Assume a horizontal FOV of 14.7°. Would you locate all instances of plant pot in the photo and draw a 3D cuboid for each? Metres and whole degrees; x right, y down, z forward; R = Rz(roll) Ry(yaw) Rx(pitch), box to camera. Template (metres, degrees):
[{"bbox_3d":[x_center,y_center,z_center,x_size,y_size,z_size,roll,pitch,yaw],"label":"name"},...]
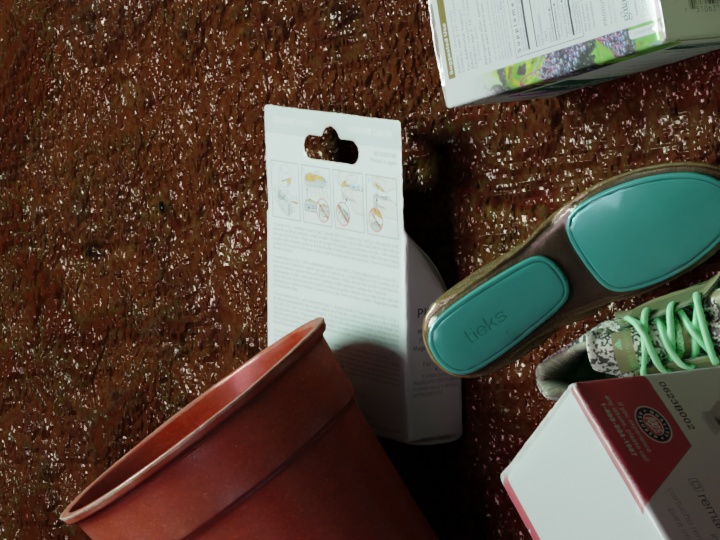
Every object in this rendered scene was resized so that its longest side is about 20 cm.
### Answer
[{"bbox_3d":[-0.045,0.166,1.706,0.196,0.201,0.201,53,144,-5],"label":"plant pot"}]

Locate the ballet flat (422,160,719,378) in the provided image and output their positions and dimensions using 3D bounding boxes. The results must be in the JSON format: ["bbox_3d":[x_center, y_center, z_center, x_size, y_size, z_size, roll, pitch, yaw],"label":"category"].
[{"bbox_3d":[0.124,-0.006,1.548,0.200,0.072,0.068,-34,94,17],"label":"ballet flat"}]

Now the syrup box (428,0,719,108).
[{"bbox_3d":[0.127,-0.146,1.531,0.200,0.078,0.082,-15,84,56],"label":"syrup box"}]

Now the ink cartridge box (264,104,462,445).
[{"bbox_3d":[0.000,0.000,1.773,0.162,0.057,0.201,11,101,55],"label":"ink cartridge box"}]

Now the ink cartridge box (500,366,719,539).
[{"bbox_3d":[0.192,0.124,1.374,0.146,0.199,0.084,60,136,30],"label":"ink cartridge box"}]

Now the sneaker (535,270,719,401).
[{"bbox_3d":[0.166,0.042,1.495,0.200,0.088,0.077,-33,68,53],"label":"sneaker"}]
